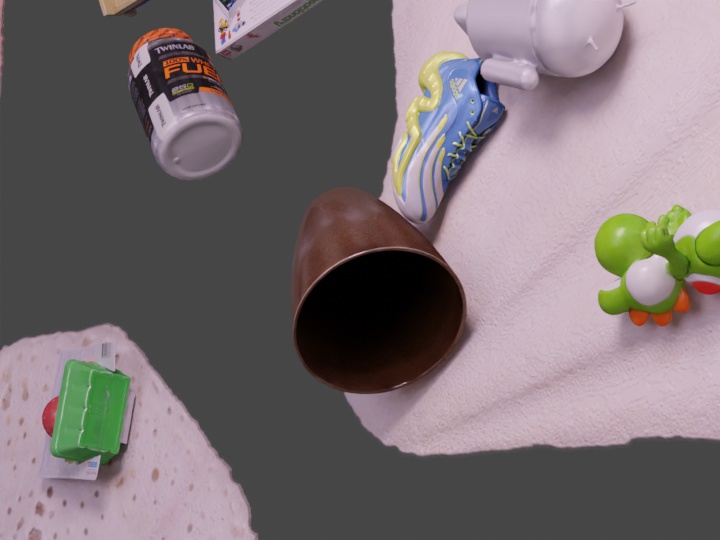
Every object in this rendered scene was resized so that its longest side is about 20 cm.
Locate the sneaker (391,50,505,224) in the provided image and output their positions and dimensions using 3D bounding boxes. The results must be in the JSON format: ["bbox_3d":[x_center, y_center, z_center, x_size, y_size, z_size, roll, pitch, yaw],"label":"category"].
[{"bbox_3d":[0.098,-0.150,1.543,0.105,0.076,0.201,-2,74,45],"label":"sneaker"}]

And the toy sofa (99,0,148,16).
[{"bbox_3d":[-0.299,-0.447,2.076,0.199,0.097,0.083,-20,87,41],"label":"toy sofa"}]

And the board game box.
[{"bbox_3d":[-0.122,-0.382,1.887,0.199,0.035,0.127,-25,60,39],"label":"board game box"}]

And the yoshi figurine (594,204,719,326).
[{"bbox_3d":[0.288,-0.031,1.286,0.200,0.112,0.112,-33,39,38],"label":"yoshi figurine"}]

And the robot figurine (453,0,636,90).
[{"bbox_3d":[0.189,-0.261,1.456,0.200,0.113,0.170,18,76,49],"label":"robot figurine"}]

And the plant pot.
[{"bbox_3d":[0.000,0.000,1.538,0.187,0.186,0.200,-52,31,20],"label":"plant pot"}]

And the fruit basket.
[{"bbox_3d":[-0.385,0.196,1.941,0.200,0.093,0.186,-16,64,60],"label":"fruit basket"}]

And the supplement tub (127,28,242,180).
[{"bbox_3d":[-0.241,-0.228,1.893,0.123,0.122,0.200,-47,48,24],"label":"supplement tub"}]
